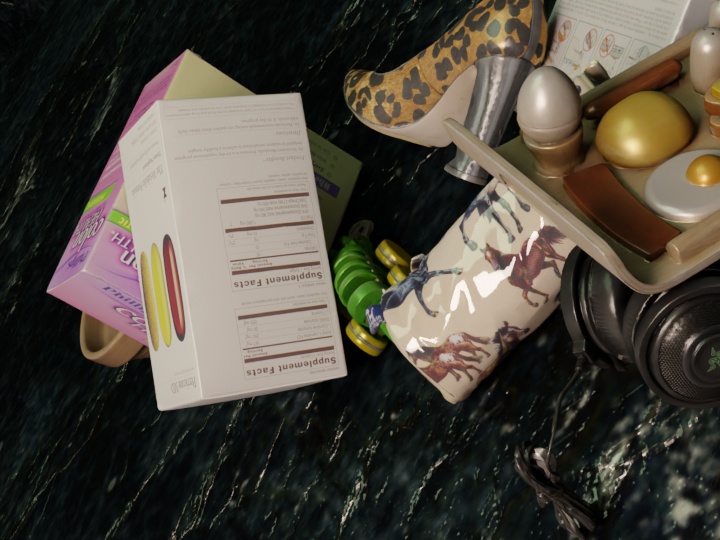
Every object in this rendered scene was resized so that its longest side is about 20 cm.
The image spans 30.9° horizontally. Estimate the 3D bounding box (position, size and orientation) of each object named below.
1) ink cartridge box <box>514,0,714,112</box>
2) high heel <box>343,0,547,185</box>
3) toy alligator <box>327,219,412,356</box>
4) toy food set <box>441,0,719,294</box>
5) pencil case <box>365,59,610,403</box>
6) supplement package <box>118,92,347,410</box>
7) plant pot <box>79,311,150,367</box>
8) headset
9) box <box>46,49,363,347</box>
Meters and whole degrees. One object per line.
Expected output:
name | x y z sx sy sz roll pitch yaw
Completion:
ink cartridge box | 0.183 -0.177 0.835 0.163 0.056 0.202 -134 58 -64
high heel | 0.059 -0.160 0.950 0.200 0.071 0.144 37 112 51
toy alligator | 0.000 0.000 0.927 0.059 0.054 0.200 -50 26 13
toy food set | 0.156 -0.083 0.620 0.199 0.061 0.144 -30 40 -11
pencil case | 0.092 -0.021 0.752 0.200 0.078 0.090 -49 61 20
supplement package | -0.093 -0.011 0.921 0.114 0.108 0.202 -24 75 64
plant pot | -0.170 0.001 1.175 0.201 0.092 0.202 -45 31 37
headset | 0.149 0.033 0.630 0.200 0.094 0.123 -45 25 -9
box | -0.120 -0.036 1.037 0.096 0.175 0.202 -21 44 57
